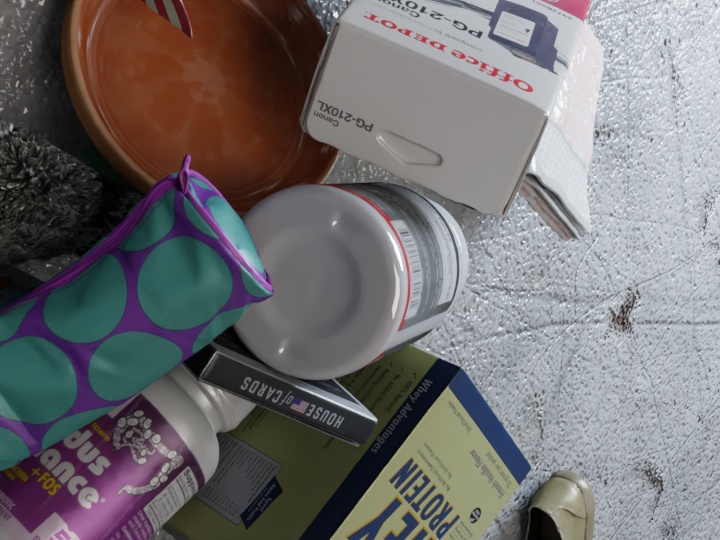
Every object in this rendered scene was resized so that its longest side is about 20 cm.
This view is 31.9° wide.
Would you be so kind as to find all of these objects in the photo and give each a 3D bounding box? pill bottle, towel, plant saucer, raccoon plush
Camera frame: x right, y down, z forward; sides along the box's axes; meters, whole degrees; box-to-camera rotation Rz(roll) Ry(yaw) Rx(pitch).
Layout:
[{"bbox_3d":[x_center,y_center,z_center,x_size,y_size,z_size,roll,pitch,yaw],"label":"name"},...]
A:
[{"bbox_3d":[-0.167,0.127,0.843,0.200,0.112,0.112,-44,130,-23],"label":"pill bottle"},{"bbox_3d":[0.161,-0.139,1.036,0.200,0.032,0.192,31,61,-62],"label":"towel"},{"bbox_3d":[-0.099,-0.124,0.815,0.200,0.032,0.201,14,65,-33],"label":"plant saucer"},{"bbox_3d":[-0.199,-0.007,0.729,0.134,0.200,0.097,-62,171,-5],"label":"raccoon plush"},{"bbox_3d":[0.000,0.000,0.809,0.200,0.114,0.114,-14,118,-72],"label":"pill bottle"}]

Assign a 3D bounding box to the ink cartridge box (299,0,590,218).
[{"bbox_3d":[0.062,-0.141,0.842,0.200,0.144,0.084,-63,176,-54],"label":"ink cartridge box"}]

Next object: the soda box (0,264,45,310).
[{"bbox_3d":[-0.274,0.067,0.751,0.200,0.068,0.064,-29,123,-34],"label":"soda box"}]

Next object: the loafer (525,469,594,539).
[{"bbox_3d":[0.195,0.302,1.275,0.067,0.076,0.201,-14,104,-38],"label":"loafer"}]

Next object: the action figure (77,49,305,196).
[{"bbox_3d":[-0.089,-0.096,0.863,0.118,0.055,0.200,45,56,-10],"label":"action figure"}]

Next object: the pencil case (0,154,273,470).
[{"bbox_3d":[-0.148,0.028,0.687,0.200,0.085,0.092,-33,116,7],"label":"pencil case"}]

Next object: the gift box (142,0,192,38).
[{"bbox_3d":[-0.052,-0.248,0.744,0.186,0.184,0.201,-13,95,-40],"label":"gift box"}]

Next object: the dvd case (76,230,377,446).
[{"bbox_3d":[-0.095,0.036,0.816,0.150,0.200,0.025,29,95,-45],"label":"dvd case"}]

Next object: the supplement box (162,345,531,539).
[{"bbox_3d":[-0.026,0.150,0.920,0.200,0.200,0.134,-51,133,-16],"label":"supplement box"}]

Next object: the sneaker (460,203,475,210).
[{"bbox_3d":[0.083,-0.123,1.011,0.085,0.074,0.200,-52,133,-15],"label":"sneaker"}]
